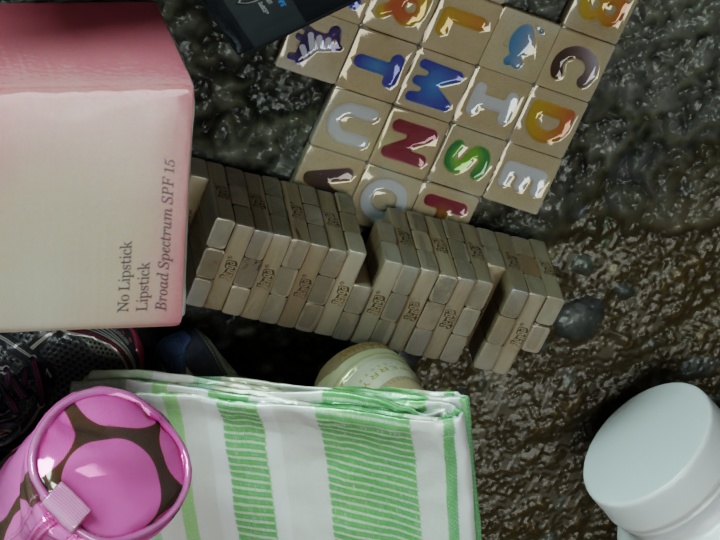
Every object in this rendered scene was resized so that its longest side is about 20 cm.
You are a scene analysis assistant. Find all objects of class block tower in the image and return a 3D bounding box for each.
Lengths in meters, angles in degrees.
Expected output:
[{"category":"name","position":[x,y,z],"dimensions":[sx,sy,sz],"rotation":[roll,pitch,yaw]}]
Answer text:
[{"category":"block tower","position":[0.000,0.000,1.316],"dimensions":[0.199,0.058,0.054],"rotation":[13,121,-19]}]

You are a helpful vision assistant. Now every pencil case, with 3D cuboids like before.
[{"category":"pencil case","position":[-0.166,0.131,1.270],"dimensions":[0.091,0.093,0.200],"rotation":[57,136,6]}]

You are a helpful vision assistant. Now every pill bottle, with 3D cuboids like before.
[{"category":"pill bottle","position":[0.210,0.153,1.425],"dimensions":[0.111,0.111,0.200],"rotation":[-40,120,7]}]

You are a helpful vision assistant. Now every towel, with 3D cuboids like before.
[{"category":"towel","position":[-0.038,0.117,1.281],"dimensions":[0.199,0.023,0.153],"rotation":[3,124,16]}]

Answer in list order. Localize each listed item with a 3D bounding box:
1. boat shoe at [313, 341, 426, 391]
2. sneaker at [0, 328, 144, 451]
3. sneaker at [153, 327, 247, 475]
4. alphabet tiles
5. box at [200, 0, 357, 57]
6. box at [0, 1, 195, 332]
[{"category":"boat shoe","position":[0.016,0.136,1.325],"dimensions":[0.071,0.064,0.201],"rotation":[-23,124,-22]},{"category":"sneaker","position":[-0.203,0.069,1.292],"dimensions":[0.199,0.075,0.081],"rotation":[-15,120,-8]},{"category":"sneaker","position":[-0.035,0.089,1.357],"dimensions":[0.085,0.077,0.200],"rotation":[-39,127,-5]},{"category":"alphabet tiles","position":[0.043,-0.109,1.305],"dimensions":[0.166,0.008,0.201],"rotation":[16,111,-22]},{"category":"box","position":[-0.014,-0.178,1.158],"dimensions":[0.158,0.046,0.200],"rotation":[-26,162,3]},{"category":"box","position":[-0.184,-0.048,1.216],"dimensions":[0.199,0.109,0.129],"rotation":[-3,118,-14]}]
